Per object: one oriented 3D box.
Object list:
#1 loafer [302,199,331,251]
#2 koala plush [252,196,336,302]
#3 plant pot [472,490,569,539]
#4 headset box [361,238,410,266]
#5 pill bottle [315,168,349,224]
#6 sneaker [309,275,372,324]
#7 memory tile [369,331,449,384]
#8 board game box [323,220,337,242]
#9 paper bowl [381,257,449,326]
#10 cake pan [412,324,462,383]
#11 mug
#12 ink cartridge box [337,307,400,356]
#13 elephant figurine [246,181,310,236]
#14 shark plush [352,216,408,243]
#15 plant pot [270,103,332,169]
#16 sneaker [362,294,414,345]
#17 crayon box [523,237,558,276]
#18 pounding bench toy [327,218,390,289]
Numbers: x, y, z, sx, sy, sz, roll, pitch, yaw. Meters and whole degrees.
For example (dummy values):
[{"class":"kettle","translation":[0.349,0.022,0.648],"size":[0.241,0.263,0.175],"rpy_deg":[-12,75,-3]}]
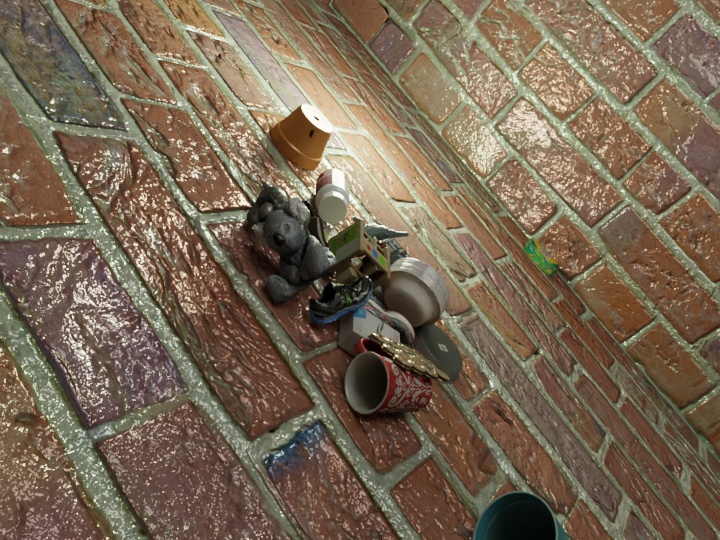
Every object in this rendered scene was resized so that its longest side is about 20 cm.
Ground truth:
[{"class":"loafer","translation":[-0.134,-0.115,1.667],"size":[0.072,0.072,0.202],"rpy_deg":[1,48,-53]},{"class":"koala plush","translation":[-0.167,-0.059,1.480],"size":[0.202,0.176,0.184],"rpy_deg":[55,18,1]},{"class":"plant pot","translation":[0.371,0.617,1.312],"size":[0.188,0.198,0.202],"rpy_deg":[47,22,-29]},{"class":"headset box","translation":[0.118,0.003,1.912],"size":[0.201,0.077,0.148],"rpy_deg":[50,28,7]},{"class":"pill bottle","translation":[-0.088,-0.230,1.891],"size":[0.108,0.110,0.202],"rpy_deg":[33,24,-20]},{"class":"sneaker","translation":[-0.046,0.062,1.513],"size":[0.197,0.070,0.085],"rpy_deg":[-28,115,-32]},{"class":"memory tile","translation":[0.121,0.212,1.474],"size":[0.198,0.017,0.153],"rpy_deg":[28,8,-41]},{"class":"board game box","translation":[-0.106,-0.069,1.748],"size":[0.120,0.032,0.200],"rpy_deg":[48,27,-2]},{"class":"paper bowl","translation":[0.146,0.074,1.733],"size":[0.200,0.201,0.105],"rpy_deg":[43,56,-2]},{"class":"cake pan","translation":[0.229,0.235,1.791],"size":[0.198,0.037,0.202],"rpy_deg":[34,29,-22]},{"class":"mug","translation":[0.074,0.250,1.432],"size":[0.198,0.131,0.182],"rpy_deg":[19,65,-47]},{"class":"ink cartridge box","translation":[0.040,0.186,1.557],"size":[0.198,0.067,0.117],"rpy_deg":[35,28,-20]},{"class":"elephant figurine","translation":[-0.195,-0.117,1.610],"size":[0.199,0.157,0.140],"rpy_deg":[41,-18,-30]},{"class":"shark plush","translation":[0.047,-0.098,1.878],"size":[0.194,0.093,0.084],"rpy_deg":[9,32,4]},{"class":"plant pot","translation":[-0.187,-0.464,2.059],"size":[0.198,0.140,0.202],"rpy_deg":[32,30,-21]},{"class":"sneaker","translation":[0.057,0.146,1.639],"size":[0.198,0.081,0.075],"rpy_deg":[33,43,-6]},{"class":"crayon box","translation":[0.959,-0.072,3.229],"size":[0.200,0.058,0.119],"rpy_deg":[45,27,1]},{"class":"pounding bench toy","translation":[0.000,0.000,1.668],"size":[0.156,0.123,0.203],"rpy_deg":[43,31,-32]}]
